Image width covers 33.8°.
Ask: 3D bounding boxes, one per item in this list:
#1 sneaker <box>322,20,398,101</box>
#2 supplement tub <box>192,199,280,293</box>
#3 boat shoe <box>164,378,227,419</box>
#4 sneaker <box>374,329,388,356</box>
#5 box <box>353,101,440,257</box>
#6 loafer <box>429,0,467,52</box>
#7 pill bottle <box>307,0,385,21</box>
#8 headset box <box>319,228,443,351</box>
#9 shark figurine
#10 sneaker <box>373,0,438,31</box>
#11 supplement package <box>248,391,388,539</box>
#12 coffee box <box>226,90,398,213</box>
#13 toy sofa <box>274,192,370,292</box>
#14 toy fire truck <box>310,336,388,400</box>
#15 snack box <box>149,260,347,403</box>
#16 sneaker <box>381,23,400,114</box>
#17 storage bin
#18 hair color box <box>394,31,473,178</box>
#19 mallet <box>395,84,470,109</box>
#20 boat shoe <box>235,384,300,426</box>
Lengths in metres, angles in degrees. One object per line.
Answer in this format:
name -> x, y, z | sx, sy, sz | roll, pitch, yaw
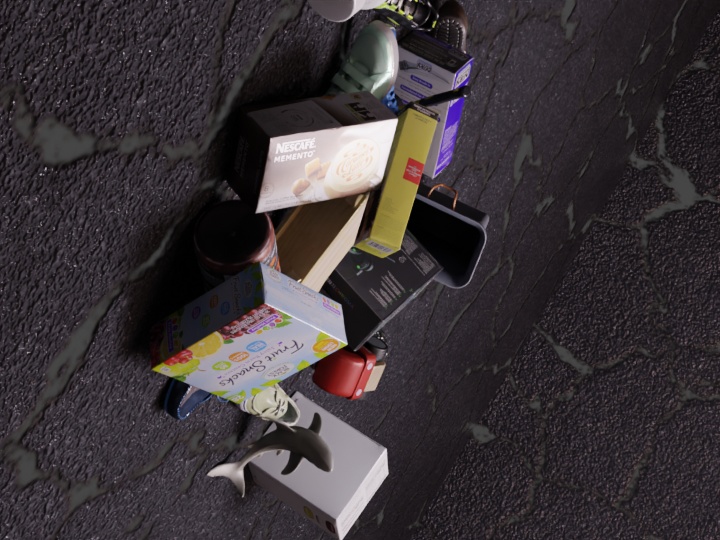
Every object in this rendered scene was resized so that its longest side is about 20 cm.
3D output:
sneaker -> -0.020, -0.237, 1.605 | 0.118, 0.073, 0.202 | -32, 152, -53
supplement tub -> -0.156, 0.004, 1.559 | 0.107, 0.106, 0.201 | -51, 158, -25
boat shoe -> -0.199, 0.129, 1.677 | 0.201, 0.068, 0.084 | -55, 160, -17
sneaker -> -0.015, 0.084, 1.992 | 0.090, 0.202, 0.076 | -35, 126, 21
box -> 0.049, -0.123, 1.615 | 0.075, 0.049, 0.203 | -28, -138, 68
loafer -> 0.138, -0.344, 1.870 | 0.201, 0.072, 0.072 | 104, 1, -56
pill bottle -> 0.015, -0.390, 1.444 | 0.200, 0.111, 0.113 | -48, 157, -33
headset box -> 0.000, 0.000, 1.818 | 0.200, 0.174, 0.093 | -40, 174, -47
shark figurine -> -0.143, 0.279, 1.933 | 0.090, 0.211, 0.130 | 52, 32, -43
sneaker -> 0.060, -0.374, 1.619 | 0.073, 0.082, 0.199 | -64, 160, 9
supplement package -> -0.074, 0.343, 2.084 | 0.156, 0.198, 0.112 | -51, 158, -24
coffee box -> -0.061, -0.155, 1.518 | 0.198, 0.080, 0.116 | -13, 133, -35
toy sofa -> -0.062, -0.057, 1.692 | 0.201, 0.083, 0.097 | -52, 159, 9
toy fire truck -> -0.072, 0.112, 1.844 | 0.198, 0.175, 0.130 | 0, 120, -51
snack box -> -0.144, 0.084, 1.521 | 0.198, 0.069, 0.168 | -28, 144, 27
sneaker -> 0.040, -0.243, 1.705 | 0.076, 0.110, 0.203 | -22, 137, -60
storage bin -> 0.132, -0.085, 2.057 | 0.147, 0.198, 0.134 | -69, 170, 23
hair color box -> 0.100, -0.257, 1.842 | 0.065, 0.108, 0.202 | -44, 155, -39
mallet -> 0.090, -0.252, 1.752 | 0.041, 0.198, 0.066 | 51, 49, -25
boat shoe -> -0.146, 0.210, 1.929 | 0.073, 0.061, 0.200 | -59, 161, -4
